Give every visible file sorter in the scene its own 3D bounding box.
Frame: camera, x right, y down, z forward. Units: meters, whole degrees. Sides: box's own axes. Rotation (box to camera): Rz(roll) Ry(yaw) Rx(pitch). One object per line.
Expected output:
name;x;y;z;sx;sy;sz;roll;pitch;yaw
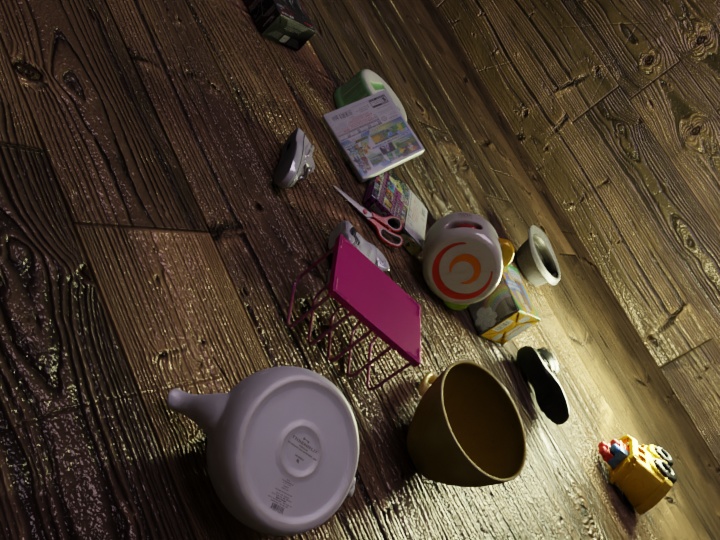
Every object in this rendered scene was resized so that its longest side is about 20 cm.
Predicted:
file sorter;-0.010;0.078;1.189;0.199;0.125;0.141;41;30;-24

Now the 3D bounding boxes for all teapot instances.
teapot;-0.103;0.211;0.866;0.194;0.145;0.206;-17;93;-36

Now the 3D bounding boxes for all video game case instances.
video game case;0.087;-0.152;1.726;0.181;0.036;0.202;45;28;-19
video game case;0.031;-0.321;1.725;0.197;0.022;0.185;-28;79;-29

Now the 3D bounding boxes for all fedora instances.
fedora;0.556;-0.032;2.315;0.175;0.089;0.205;19;49;-48

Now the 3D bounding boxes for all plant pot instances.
plant pot;0.157;0.272;1.205;0.197;0.141;0.204;28;43;-29

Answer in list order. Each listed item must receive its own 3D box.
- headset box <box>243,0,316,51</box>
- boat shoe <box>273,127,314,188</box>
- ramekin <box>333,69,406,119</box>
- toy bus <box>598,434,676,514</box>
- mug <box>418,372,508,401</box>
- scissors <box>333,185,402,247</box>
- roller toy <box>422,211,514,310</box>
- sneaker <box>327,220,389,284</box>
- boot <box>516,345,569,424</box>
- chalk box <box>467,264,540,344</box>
headset box;-0.213;-0.652;1.770;0.148;0.077;0.204;3;58;-58
boat shoe;-0.118;-0.210;1.408;0.065;0.073;0.202;37;31;-21
ramekin;0.031;-0.419;1.878;0.199;0.097;0.203;40;29;-27
toy bus;0.717;0.509;1.928;0.191;0.137;0.200;40;23;7
mug;0.213;0.252;1.350;0.190;0.147;0.153;60;18;-1
scissors;0.016;-0.115;1.581;0.197;0.014;0.075;26;64;-27
roller toy;0.232;-0.033;1.653;0.182;0.199;0.141;44;22;-14
sneaker;0.000;0.000;1.354;0.114;0.075;0.202;35;29;-28
boot;0.481;0.281;1.839;0.153;0.073;0.207;6;53;-60
chalk box;0.333;0.057;1.795;0.122;0.123;0.204;21;42;-47
